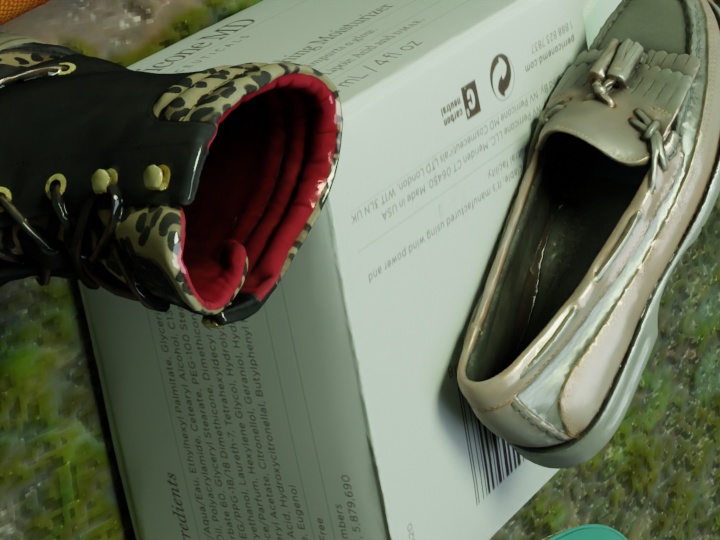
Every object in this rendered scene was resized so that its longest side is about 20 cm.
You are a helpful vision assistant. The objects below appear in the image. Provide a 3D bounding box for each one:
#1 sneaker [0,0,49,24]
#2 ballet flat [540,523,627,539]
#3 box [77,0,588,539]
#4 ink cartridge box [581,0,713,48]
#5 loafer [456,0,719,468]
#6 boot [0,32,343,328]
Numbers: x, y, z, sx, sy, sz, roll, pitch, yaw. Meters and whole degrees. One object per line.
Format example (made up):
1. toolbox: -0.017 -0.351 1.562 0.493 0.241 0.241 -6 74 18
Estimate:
1. sneaker: -0.089 -0.139 0.718 0.200 0.077 0.073 -41 128 -33
2. ballet flat: 0.077 0.204 1.045 0.200 0.070 0.066 -39 153 -44
3. box: 0.000 0.000 0.826 0.199 0.130 0.201 -36 122 -49
4. ink cartridge box: 0.132 -0.113 0.968 0.200 0.050 0.161 -54 145 -28
5. loafer: 0.090 -0.028 0.783 0.063 0.072 0.201 34 68 -44
6. boot: -0.108 -0.008 0.645 0.200 0.150 0.073 -49 132 -42
